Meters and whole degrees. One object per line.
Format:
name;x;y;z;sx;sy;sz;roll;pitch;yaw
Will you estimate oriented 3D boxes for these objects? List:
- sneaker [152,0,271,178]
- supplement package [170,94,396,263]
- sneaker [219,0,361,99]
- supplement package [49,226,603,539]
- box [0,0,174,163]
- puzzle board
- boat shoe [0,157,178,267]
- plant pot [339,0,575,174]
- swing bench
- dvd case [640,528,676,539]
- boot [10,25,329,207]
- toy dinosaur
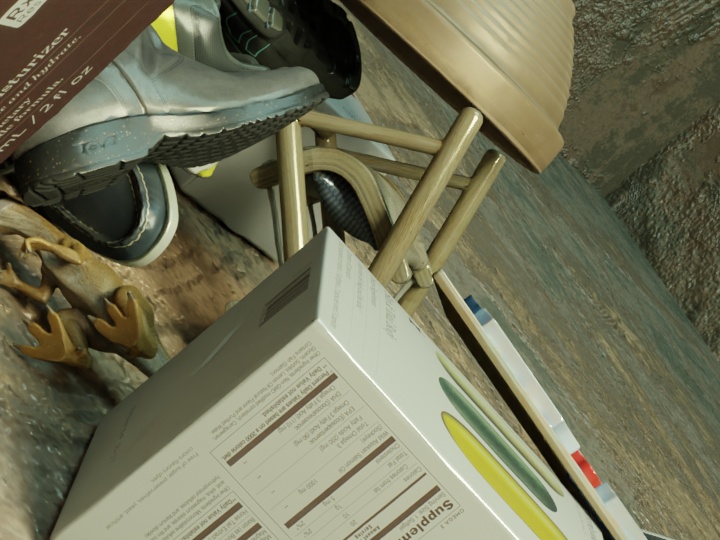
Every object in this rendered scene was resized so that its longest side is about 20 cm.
sneaker;-0.128;-0.145;1.064;0.200;0.085;0.074;49;-6;-30
supplement package;-0.082;-0.128;1.400;0.121;0.120;0.200;39;16;-46
sneaker;-0.073;-0.155;1.146;0.200;0.079;0.075;46;41;-51
supplement package;-0.006;0.116;0.845;0.200;0.151;0.152;48;11;-11
box;-0.217;-0.139;0.833;0.164;0.166;0.200;51;13;8
puzzle board;0.103;0.090;0.982;0.200;0.017;0.151;55;-1;10
boat shoe;-0.171;-0.081;1.044;0.200;0.075;0.062;54;11;28
plant pot;0.065;-0.158;1.164;0.201;0.093;0.201;43;2;-2
swing bench;0.000;0.000;1.155;0.130;0.200;0.199;13;-2;7
dvd case;0.081;0.141;1.117;0.150;0.025;0.200;7;-10;45
boot;-0.113;-0.119;0.990;0.200;0.070;0.132;-17;81;-43
toy dinosaur;-0.117;0.029;0.938;0.200;0.060;0.106;49;10;-4
